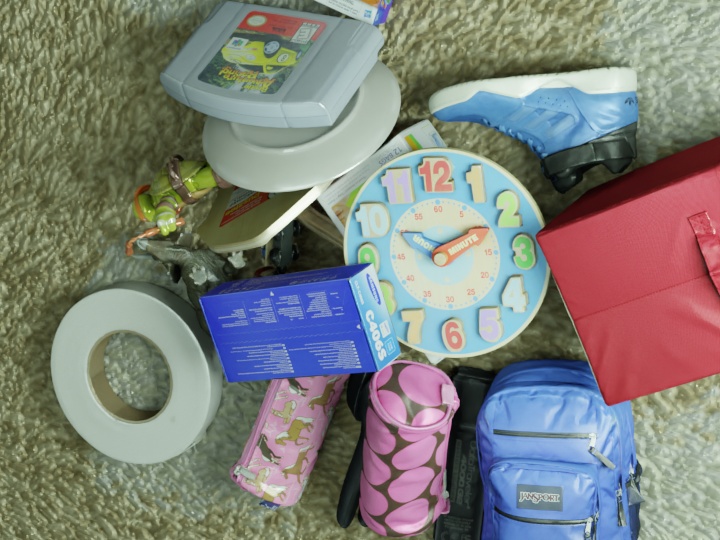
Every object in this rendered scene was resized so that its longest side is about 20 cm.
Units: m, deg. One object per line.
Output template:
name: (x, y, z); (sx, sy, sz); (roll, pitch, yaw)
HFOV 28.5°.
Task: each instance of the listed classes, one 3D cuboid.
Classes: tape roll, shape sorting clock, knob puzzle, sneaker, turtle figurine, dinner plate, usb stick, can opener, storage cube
tape roll: (-0.247, 0.114, 1.567); (0.200, 0.037, 0.205); (5, 105, 18)
shape sorting clock: (0.078, -0.014, 1.307); (0.198, 0.039, 0.202); (5, 105, 19)
knob puzzle: (-0.076, -0.073, 1.380); (0.218, 0.220, 0.031); (-28, 114, 23)
sneaker: (0.163, -0.126, 1.339); (0.198, 0.077, 0.113); (-4, 93, 14)
turtle figurine: (-0.166, -0.090, 1.414); (0.160, 0.200, 0.065); (-26, 101, 10)
dinner plate: (-0.060, -0.154, 1.357); (0.198, 0.201, 0.024); (1, 138, 19)
usb stick: (0.110, 0.197, 1.465); (0.055, 0.033, 0.202); (8, 106, 10)
can opener: (0.017, 0.182, 1.488); (0.063, 0.079, 0.202); (1, 112, -21)
storage cube: (0.289, -0.006, 1.266); (0.179, 0.200, 0.172); (-21, 97, 29)

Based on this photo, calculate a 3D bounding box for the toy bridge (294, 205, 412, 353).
toy bridge: (0.000, 0.000, 1.436); (0.200, 0.027, 0.067); (46, 157, 5)

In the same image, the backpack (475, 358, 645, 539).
backpack: (0.192, 0.193, 1.365); (0.161, 0.168, 0.202); (0, 102, 12)

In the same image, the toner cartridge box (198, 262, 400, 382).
toner cartridge box: (-0.061, 0.053, 1.374); (0.198, 0.043, 0.096); (-7, 108, 39)

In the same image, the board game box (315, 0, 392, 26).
board game box: (-0.046, -0.341, 1.377); (0.198, 0.045, 0.136); (26, 111, 12)

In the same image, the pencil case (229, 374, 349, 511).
pencil case: (-0.070, 0.147, 1.485); (0.082, 0.087, 0.202); (24, 108, 5)

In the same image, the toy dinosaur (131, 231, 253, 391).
toy dinosaur: (-0.153, 0.029, 1.497); (0.077, 0.102, 0.201); (-38, 104, -20)

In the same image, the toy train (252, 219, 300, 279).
toy train: (-0.091, 0.020, 1.471); (0.046, 0.034, 0.202); (34, 130, 38)

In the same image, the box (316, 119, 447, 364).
box: (0.068, -0.029, 1.384); (0.112, 0.101, 0.201); (-34, 91, 24)

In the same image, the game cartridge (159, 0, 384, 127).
game cartridge: (-0.091, -0.197, 1.369); (0.198, 0.134, 0.041); (13, 148, 29)

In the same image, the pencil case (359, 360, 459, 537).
pencil case: (0.049, 0.175, 1.384); (0.093, 0.091, 0.201); (9, 140, 6)
